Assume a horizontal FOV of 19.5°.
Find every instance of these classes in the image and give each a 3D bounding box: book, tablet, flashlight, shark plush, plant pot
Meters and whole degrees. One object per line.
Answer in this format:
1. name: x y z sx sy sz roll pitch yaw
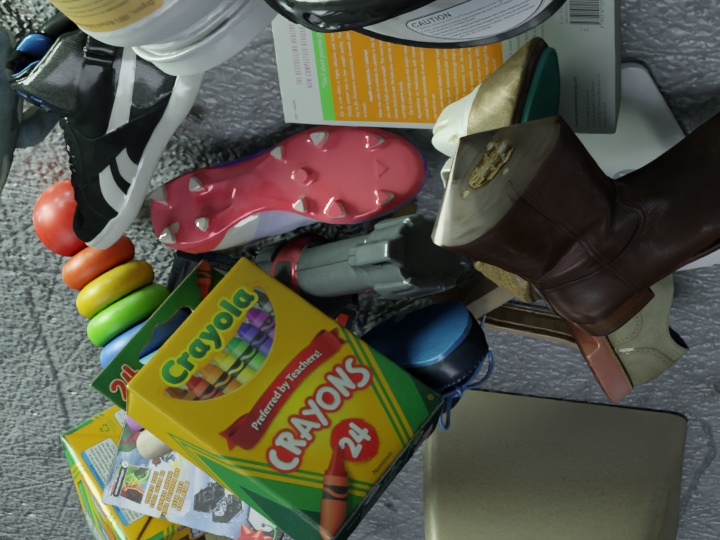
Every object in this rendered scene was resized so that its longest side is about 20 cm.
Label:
1. book: 0.049 -0.142 1.215 0.200 0.048 0.134 5 139 11
2. tablet: 0.155 -0.058 1.337 0.130 0.014 0.200 -8 142 28
3. flashlight: 0.000 0.000 1.378 0.068 0.068 0.200 49 152 -17
4. shark plush: -0.266 -0.060 1.333 0.091 0.200 0.083 30 176 -7
5. plant pot: 0.138 0.225 1.616 0.200 0.177 0.200 7 146 10

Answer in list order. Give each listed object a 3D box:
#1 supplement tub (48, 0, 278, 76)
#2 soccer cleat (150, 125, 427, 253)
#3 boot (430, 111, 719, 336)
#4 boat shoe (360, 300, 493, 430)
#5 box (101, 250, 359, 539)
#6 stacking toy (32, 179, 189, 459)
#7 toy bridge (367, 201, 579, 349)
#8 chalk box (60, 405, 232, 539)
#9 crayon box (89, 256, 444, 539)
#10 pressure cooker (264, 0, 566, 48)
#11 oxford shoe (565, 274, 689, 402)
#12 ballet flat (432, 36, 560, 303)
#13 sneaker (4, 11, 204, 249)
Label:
1. supplement tub: -0.132 -0.208 1.089 0.145 0.145 0.200 -17 136 37
2. soccer cleat: -0.044 -0.053 1.381 0.200 0.067 0.076 -13 176 22
3. boot: 0.142 -0.058 1.184 0.064 0.186 0.200 44 -173 38
4. boat shoe: 0.052 0.065 1.460 0.069 0.084 0.200 53 169 -8
5. box: -0.095 0.093 1.518 0.137 0.040 0.200 17 107 -6
6. stacking toy: -0.159 0.026 1.446 0.085 0.085 0.200 -34 84 48
7. toy bridge: 0.089 0.013 1.451 0.200 0.027 0.067 27 147 -21
8. chalk box: -0.147 0.196 1.675 0.124 0.125 0.200 -28 148 -16
9. crayon box: -0.063 0.081 1.369 0.200 0.127 0.051 34 154 12
10. pressure cooker: 0.032 -0.202 0.993 0.178 0.200 0.176 13 146 -1
11. oxford shoe: 0.160 -0.001 1.367 0.074 0.071 0.200 -26 134 2
12. ballet flat: 0.080 -0.060 1.234 0.072 0.068 0.200 17 146 22
13. sneaker: -0.178 -0.099 1.333 0.112 0.073 0.200 17 137 -15
